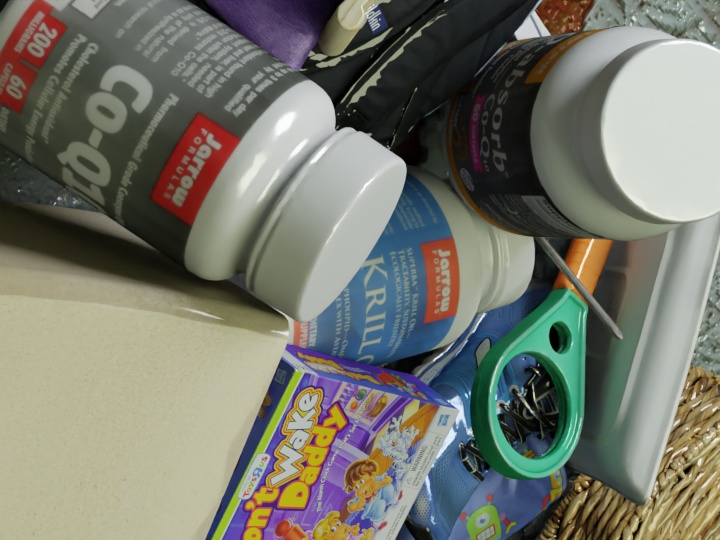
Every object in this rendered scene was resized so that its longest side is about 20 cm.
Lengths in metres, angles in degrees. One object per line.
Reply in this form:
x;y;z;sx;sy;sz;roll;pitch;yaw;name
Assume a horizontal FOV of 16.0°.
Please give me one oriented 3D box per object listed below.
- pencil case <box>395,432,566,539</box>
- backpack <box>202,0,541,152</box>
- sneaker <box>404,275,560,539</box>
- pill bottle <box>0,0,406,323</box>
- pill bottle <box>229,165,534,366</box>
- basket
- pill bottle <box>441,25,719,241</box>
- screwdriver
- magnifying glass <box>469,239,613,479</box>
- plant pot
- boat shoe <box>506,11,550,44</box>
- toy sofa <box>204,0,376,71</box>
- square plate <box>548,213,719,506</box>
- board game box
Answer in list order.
0.038;0.165;1.610;0.200;0.078;0.087;-36;124;-23;pencil case
0.019;-0.168;1.416;0.200;0.154;0.163;-36;122;-1;backpack
0.079;0.079;1.557;0.200;0.089;0.079;-64;146;-28;sneaker
-0.085;-0.067;1.280;0.114;0.200;0.114;-53;168;-17;pill bottle
0.000;0.000;1.481;0.200;0.112;0.113;-15;118;-35;pill bottle
0.177;0.155;1.682;0.200;0.149;0.143;-52;129;-8;basket
0.130;-0.074;1.393;0.116;0.200;0.117;0;91;-20;pill bottle
0.108;-0.014;1.513;0.029;0.200;0.028;20;112;-27;screwdriver
0.119;0.034;1.533;0.080;0.022;0.200;41;57;-30;magnifying glass
-0.186;0.065;1.311;0.177;0.200;0.200;20;96;-32;plant pot
0.111;-0.111;1.564;0.065;0.074;0.200;-48;142;-20;boat shoe
-0.067;-0.194;1.286;0.098;0.083;0.200;-44;92;-10;toy sofa
0.161;0.032;1.578;0.028;0.198;0.200;16;91;-14;square plate
-0.045;0.143;1.416;0.134;0.045;0.200;16;104;-45;board game box
